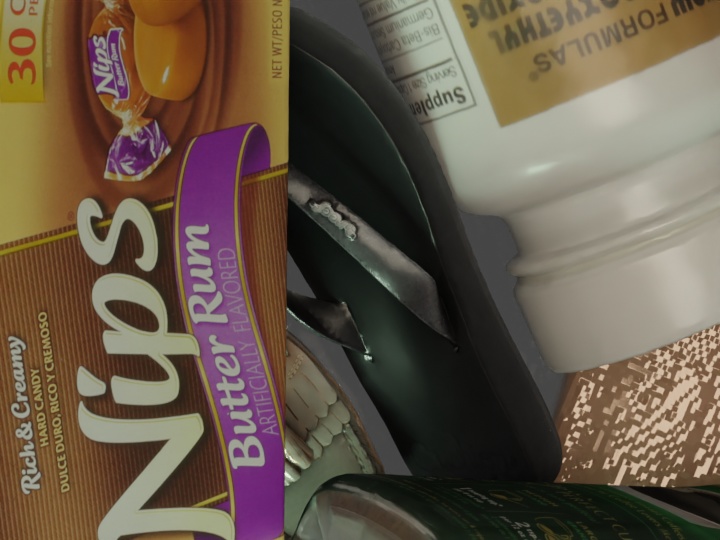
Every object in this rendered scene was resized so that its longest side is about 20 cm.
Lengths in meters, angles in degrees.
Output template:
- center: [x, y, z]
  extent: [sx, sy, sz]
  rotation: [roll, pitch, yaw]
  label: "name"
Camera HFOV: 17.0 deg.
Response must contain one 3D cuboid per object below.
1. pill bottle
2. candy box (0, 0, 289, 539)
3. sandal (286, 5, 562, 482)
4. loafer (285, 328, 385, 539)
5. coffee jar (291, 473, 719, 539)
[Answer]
- center: [0.063, -0.076, 0.764]
  extent: [0.114, 0.114, 0.201]
  rotation: [-23, 95, -8]
  label: "pill bottle"
- center: [-0.078, -0.011, 0.683]
  extent: [0.116, 0.056, 0.201]
  rotation: [-4, 96, -47]
  label: "candy box"
- center: [0.001, 0.000, 0.760]
  extent: [0.043, 0.076, 0.200]
  rotation: [-44, 109, -37]
  label: "sandal"
- center: [-0.066, 0.022, 0.771]
  extent: [0.072, 0.063, 0.200]
  rotation: [-44, 97, -8]
  label: "loafer"
- center: [0.081, 0.111, 0.745]
  extent: [0.199, 0.104, 0.086]
  rotation: [4, 99, -32]
  label: "coffee jar"
